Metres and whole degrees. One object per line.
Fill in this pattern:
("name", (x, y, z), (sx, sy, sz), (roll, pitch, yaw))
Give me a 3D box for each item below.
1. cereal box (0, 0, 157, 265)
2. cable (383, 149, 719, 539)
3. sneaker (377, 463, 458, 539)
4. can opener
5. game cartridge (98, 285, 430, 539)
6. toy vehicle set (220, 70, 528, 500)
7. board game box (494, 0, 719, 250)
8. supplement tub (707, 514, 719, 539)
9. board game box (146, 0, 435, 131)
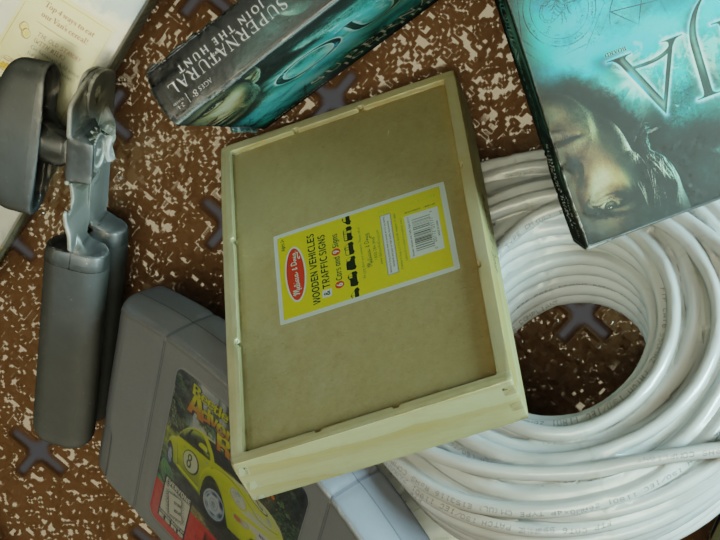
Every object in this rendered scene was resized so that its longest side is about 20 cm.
("cereal box", (-0.199, -0.108, 0.831), (0.144, 0.040, 0.200), (34, 105, -3))
("cable", (0.095, 0.035, 0.771), (0.199, 0.201, 0.069), (-20, 145, 5))
("sneaker", (0.045, 0.104, 0.849), (0.115, 0.081, 0.200), (-42, 90, 0))
("can opener", (-0.151, -0.010, 0.829), (0.067, 0.053, 0.201), (14, 118, 7))
("game cartridge", (-0.053, 0.103, 0.806), (0.200, 0.041, 0.134), (40, 132, 28))
("toy vehicle set", (0.000, 0.000, 0.764), (0.124, 0.201, 0.027), (-17, 135, 11))
("board game box", (0.166, -0.106, 0.731), (0.199, 0.028, 0.136), (-21, 102, -3))
("supplement tub", (0.245, 0.119, 0.789), (0.144, 0.145, 0.201), (19, 106, 1))
("board game box", (0.009, -0.131, 0.746), (0.200, 0.135, 0.028), (-36, 85, 14))
